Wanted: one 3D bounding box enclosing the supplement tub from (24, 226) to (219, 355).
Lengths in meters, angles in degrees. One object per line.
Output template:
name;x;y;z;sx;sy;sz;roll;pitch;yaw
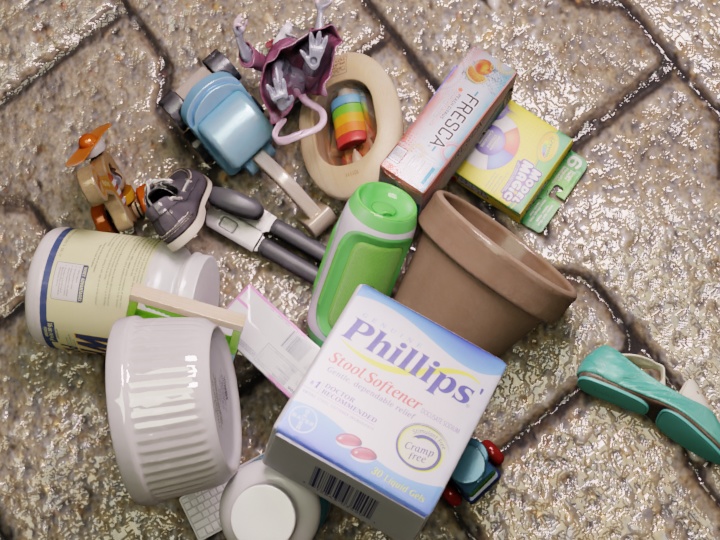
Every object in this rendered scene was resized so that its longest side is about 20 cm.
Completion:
supplement tub;-0.277;0.031;1.663;0.198;0.145;0.146;7;77;9

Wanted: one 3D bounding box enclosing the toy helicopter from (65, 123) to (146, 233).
toy helicopter;-0.304;-0.109;1.672;0.078;0.200;0.133;-22;92;2

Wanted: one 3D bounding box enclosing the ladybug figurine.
ladybug figurine;-0.005;-0.170;1.706;0.135;0.072;0.201;-15;65;23

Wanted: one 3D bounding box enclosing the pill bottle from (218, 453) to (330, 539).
pill bottle;-0.093;0.258;1.551;0.110;0.200;0.112;0;88;3

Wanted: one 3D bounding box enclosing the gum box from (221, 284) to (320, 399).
gum box;-0.069;0.116;1.626;0.200;0.114;0.066;42;84;19

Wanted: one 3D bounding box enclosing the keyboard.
keyboard;-0.114;0.247;1.661;0.199;0.011;0.057;-28;75;0

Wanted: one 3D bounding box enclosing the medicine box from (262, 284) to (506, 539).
medicine box;0.025;0.150;1.478;0.181;0.103;0.201;28;61;5

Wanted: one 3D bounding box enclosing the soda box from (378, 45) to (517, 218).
soda box;0.101;-0.161;1.638;0.063;0.068;0.200;34;70;12

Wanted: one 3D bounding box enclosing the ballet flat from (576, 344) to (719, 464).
ballet flat;0.344;0.143;1.606;0.199;0.067;0.071;29;67;11

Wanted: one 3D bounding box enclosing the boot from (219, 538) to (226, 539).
boot;-0.119;0.348;1.562;0.198;0.151;0.074;7;89;6

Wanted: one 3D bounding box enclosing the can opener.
can opener;-0.102;-0.038;1.699;0.199;0.067;0.054;30;82;13

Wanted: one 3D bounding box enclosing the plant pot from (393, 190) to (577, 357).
plant pot;0.118;0.035;1.611;0.200;0.200;0.175;38;102;14

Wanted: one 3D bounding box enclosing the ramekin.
ramekin;-0.192;0.142;1.491;0.104;0.200;0.202;-9;75;5

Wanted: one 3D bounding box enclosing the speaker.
speaker;0.000;0.000;1.612;0.088;0.088;0.201;30;126;13

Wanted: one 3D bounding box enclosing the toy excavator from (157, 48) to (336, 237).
toy excavator;-0.129;-0.142;1.703;0.100;0.195;0.200;-41;47;-4

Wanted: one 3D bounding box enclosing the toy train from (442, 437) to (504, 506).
toy train;0.074;0.172;1.602;0.085;0.116;0.200;-42;76;-5

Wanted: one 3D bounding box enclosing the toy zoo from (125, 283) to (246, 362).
toy zoo;-0.213;0.107;1.603;0.130;0.201;0.021;17;42;-6

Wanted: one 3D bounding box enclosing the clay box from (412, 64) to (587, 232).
clay box;0.165;-0.146;1.704;0.199;0.048;0.115;34;82;14

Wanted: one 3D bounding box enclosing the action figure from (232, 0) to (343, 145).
action figure;-0.075;-0.250;1.700;0.133;0.200;0.150;-17;106;-7

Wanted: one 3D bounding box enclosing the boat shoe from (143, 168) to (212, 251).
boat shoe;-0.221;-0.089;1.665;0.073;0.200;0.063;-40;111;11
